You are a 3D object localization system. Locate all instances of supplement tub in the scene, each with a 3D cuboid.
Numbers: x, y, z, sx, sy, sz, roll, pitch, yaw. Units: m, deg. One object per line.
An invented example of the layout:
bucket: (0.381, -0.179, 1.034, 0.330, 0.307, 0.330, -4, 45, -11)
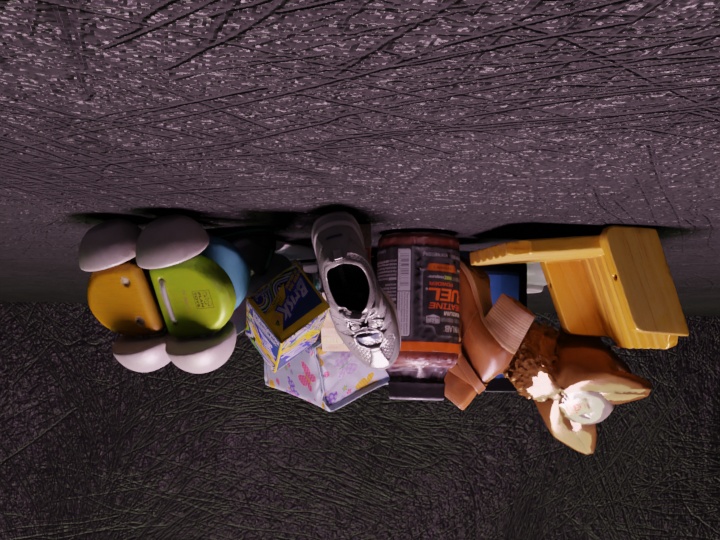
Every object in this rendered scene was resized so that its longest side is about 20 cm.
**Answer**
supplement tub: (0.071, 0.057, 1.233, 0.105, 0.204, 0.107, 1, 174, 0)

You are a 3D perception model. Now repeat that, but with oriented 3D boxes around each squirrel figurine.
squirrel figurine: (0.278, 0.119, 1.373, 0.197, 0.143, 0.188, 23, -147, -7)

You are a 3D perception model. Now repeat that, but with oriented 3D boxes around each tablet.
tablet: (-0.138, -0.029, 1.396, 0.128, 0.014, 0.199, -2, 175, 30)

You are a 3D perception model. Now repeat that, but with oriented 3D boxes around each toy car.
toy car: (-0.212, 0.014, 1.146, 0.197, 0.178, 0.150, -3, -157, 31)

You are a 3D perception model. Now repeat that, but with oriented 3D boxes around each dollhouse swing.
dollhouse swing: (0.255, 0.033, 1.219, 0.173, 0.185, 0.200, -19, -179, -15)

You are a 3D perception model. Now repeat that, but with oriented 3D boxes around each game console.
game console: (0.154, 0.073, 1.405, 0.117, 0.204, 0.170, -1, 177, 27)

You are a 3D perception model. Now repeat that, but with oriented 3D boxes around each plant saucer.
plant saucer: (0.232, 0.008, 1.558, 0.196, 0.051, 0.200, 0, 175, 0)
plant saucer: (-0.183, 0.029, 1.296, 0.199, 0.039, 0.202, -25, -152, 14)

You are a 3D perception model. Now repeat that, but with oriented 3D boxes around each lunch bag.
lunch bag: (-0.026, 0.098, 1.428, 0.198, 0.129, 0.169, -19, -161, -33)

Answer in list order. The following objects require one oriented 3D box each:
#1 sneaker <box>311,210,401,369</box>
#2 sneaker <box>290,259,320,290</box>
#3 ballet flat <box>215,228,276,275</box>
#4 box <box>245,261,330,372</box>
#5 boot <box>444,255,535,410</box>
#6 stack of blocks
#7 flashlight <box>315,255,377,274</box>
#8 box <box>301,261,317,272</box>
sneaker: (-0.008, 0.039, 1.072, 0.074, 0.202, 0.083, -19, -146, 9)
sneaker: (-0.115, 0.024, 1.367, 0.090, 0.079, 0.200, 13, -176, -19)
ballet flat: (-0.187, -0.013, 1.253, 0.197, 0.075, 0.073, -2, 174, 37)
box: (-0.087, 0.058, 1.137, 0.070, 0.065, 0.200, -36, 173, -14)
boot: (0.118, 0.068, 1.304, 0.073, 0.156, 0.200, 25, -165, -45)
stack of blocks: (-0.019, 0.012, 1.227, 0.057, 0.117, 0.201, 0, 157, -2)
flashlight: (0.000, 0.000, 1.446, 0.068, 0.068, 0.199, 39, -171, 26)
box: (-0.020, 0.091, 1.668, 0.129, 0.203, 0.198, -3, 174, 45)
